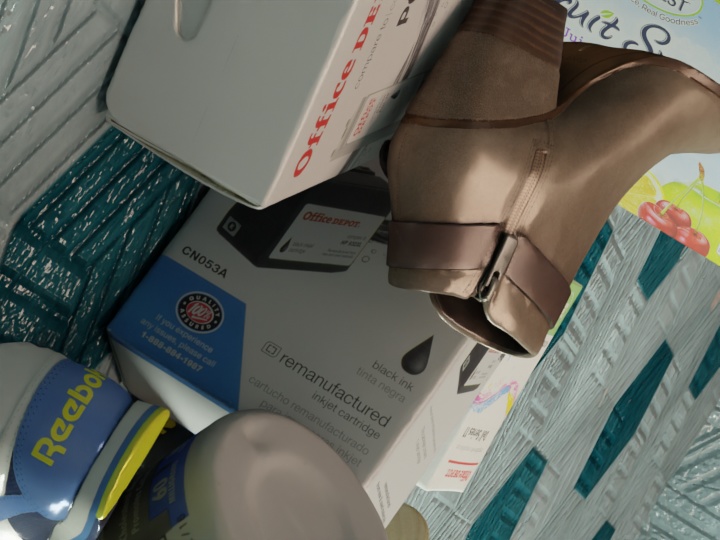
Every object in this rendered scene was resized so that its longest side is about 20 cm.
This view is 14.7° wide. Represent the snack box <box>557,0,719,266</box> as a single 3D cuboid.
[{"bbox_3d":[0.151,-0.118,1.444,0.068,0.200,0.169,-44,160,-44],"label":"snack box"}]

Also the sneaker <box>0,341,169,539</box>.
[{"bbox_3d":[-0.145,0.083,1.147,0.200,0.082,0.074,-47,-166,56],"label":"sneaker"}]

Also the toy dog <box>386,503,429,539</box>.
[{"bbox_3d":[0.007,0.262,1.923,0.200,0.096,0.132,-59,165,2],"label":"toy dog"}]

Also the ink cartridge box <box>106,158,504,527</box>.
[{"bbox_3d":[0.000,0.000,1.294,0.200,0.145,0.084,-54,164,-18],"label":"ink cartridge box"}]

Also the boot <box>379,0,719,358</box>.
[{"bbox_3d":[0.087,-0.033,1.216,0.200,0.070,0.146,22,80,-39],"label":"boot"}]

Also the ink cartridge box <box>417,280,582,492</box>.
[{"bbox_3d":[0.057,0.076,1.778,0.200,0.067,0.117,-60,165,3],"label":"ink cartridge box"}]

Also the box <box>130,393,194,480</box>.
[{"bbox_3d":[-0.110,0.127,1.381,0.200,0.049,0.160,-34,150,-58],"label":"box"}]

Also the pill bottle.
[{"bbox_3d":[-0.091,0.155,1.210,0.200,0.114,0.114,-37,178,30],"label":"pill bottle"}]

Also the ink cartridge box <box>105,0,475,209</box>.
[{"bbox_3d":[-0.006,-0.120,1.161,0.200,0.083,0.147,-29,148,-62],"label":"ink cartridge box"}]
